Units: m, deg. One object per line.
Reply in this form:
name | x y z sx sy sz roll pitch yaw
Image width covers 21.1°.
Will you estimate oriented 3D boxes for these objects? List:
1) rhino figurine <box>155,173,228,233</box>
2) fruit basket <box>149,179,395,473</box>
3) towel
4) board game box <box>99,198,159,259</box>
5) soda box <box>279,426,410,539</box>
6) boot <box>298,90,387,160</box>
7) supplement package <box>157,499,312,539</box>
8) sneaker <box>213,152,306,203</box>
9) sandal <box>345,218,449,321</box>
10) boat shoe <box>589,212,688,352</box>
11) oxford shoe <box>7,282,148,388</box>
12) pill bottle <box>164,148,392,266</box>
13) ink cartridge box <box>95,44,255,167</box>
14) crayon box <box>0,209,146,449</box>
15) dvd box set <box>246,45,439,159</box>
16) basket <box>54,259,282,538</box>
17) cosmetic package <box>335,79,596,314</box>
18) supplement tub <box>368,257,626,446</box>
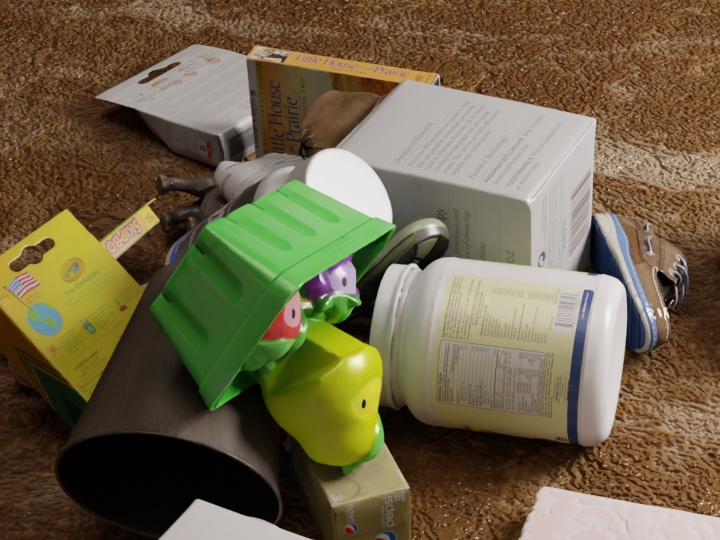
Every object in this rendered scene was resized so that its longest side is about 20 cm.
rhino figurine | -0.127 -0.031 1.861 0.087 0.060 0.200 -7 36 -25
fruit basket | -0.039 0.049 1.497 0.215 0.156 0.216 28 29 -17
towel | 0.202 0.248 1.455 0.190 0.032 0.200 9 35 18
board game box | -0.265 0.004 1.800 0.095 0.030 0.200 -33 11 45
soda box | -0.022 0.150 1.586 0.068 0.064 0.200 -12 35 -14
boot | -0.033 -0.104 1.813 0.075 0.074 0.200 18 42 16
supplement package | -0.116 0.278 1.353 0.121 0.120 0.200 16 38 27
sneaker | -0.054 -0.087 1.884 0.200 0.075 0.087 1 29 -43
sandal | 0.001 -0.001 1.725 0.080 0.201 0.057 -7 66 -51
boat shoe | 0.263 0.003 1.774 0.072 0.072 0.200 -4 34 -5
oxford shoe | -0.224 0.057 1.753 0.199 0.071 0.074 -19 6 -14
pill bottle | -0.071 -0.021 1.669 0.200 0.114 0.114 -32 12 41
ink cartridge box | -0.166 -0.182 2.110 0.200 0.050 0.162 17 39 40
crayon box | -0.233 0.057 1.657 0.200 0.051 0.127 47 48 4
dvd box set | -0.015 -0.145 1.946 0.199 0.147 0.029 12 39 19
basket | -0.139 0.099 1.565 0.180 0.136 0.200 13 47 -5
cosmetic package | 0.096 -0.053 1.784 0.199 0.168 0.166 13 37 23
supplement tub | 0.117 0.066 1.627 0.199 0.145 0.145 7 35 14
